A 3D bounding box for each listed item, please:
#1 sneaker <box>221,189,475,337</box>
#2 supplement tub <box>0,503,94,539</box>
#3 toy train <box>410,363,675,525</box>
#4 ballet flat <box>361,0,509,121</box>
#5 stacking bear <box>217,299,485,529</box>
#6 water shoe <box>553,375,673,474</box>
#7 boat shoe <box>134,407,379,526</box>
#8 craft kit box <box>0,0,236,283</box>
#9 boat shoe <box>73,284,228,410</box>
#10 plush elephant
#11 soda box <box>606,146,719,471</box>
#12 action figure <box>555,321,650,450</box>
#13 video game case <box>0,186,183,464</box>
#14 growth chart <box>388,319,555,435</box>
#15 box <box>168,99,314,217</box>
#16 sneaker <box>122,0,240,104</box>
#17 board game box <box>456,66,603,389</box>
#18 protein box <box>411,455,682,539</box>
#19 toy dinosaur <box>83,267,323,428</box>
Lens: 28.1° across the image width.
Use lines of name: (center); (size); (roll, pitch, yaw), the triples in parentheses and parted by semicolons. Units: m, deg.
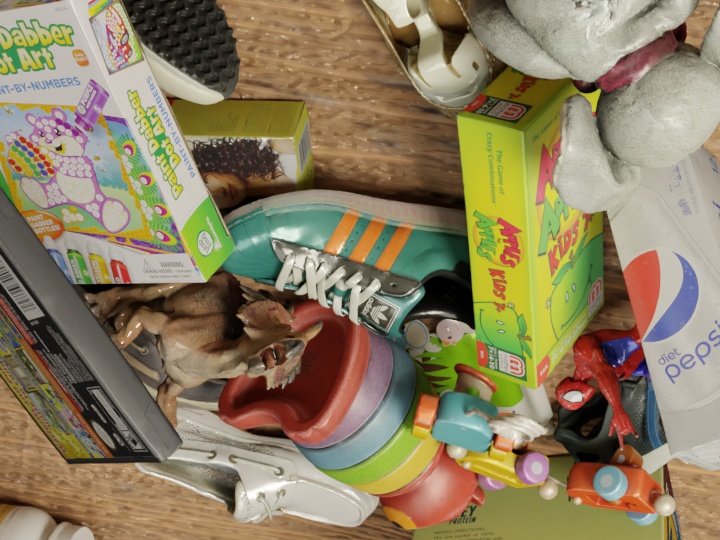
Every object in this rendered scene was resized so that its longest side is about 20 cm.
sneaker: (0.000, 0.000, 0.954); (0.198, 0.080, 0.072); (2, 146, -18)
supplement tub: (-0.339, 0.269, 1.232); (0.198, 0.145, 0.145); (5, 129, 7)
toy train: (0.125, 0.116, 0.994); (0.149, 0.056, 0.200); (-1, 153, 41)
ballet flat: (0.035, -0.153, 0.879); (0.070, 0.065, 0.200); (-23, 120, 26)
stacking bear: (0.014, 0.119, 1.049); (0.121, 0.114, 0.200); (5, 148, 48)
water shoe: (0.215, 0.084, 1.025); (0.079, 0.072, 0.200); (34, 125, -11)
boat shoe: (-0.085, 0.171, 1.144); (0.199, 0.070, 0.071); (18, 135, 3)
craft kit box: (-0.199, -0.081, 0.912); (0.199, 0.049, 0.199); (-2, 122, 35)
boat shoe: (-0.158, 0.040, 1.063); (0.199, 0.075, 0.074); (21, 129, -7)
plush elephant: (0.151, -0.128, 0.793); (0.164, 0.200, 0.155); (-23, 116, 17)
soda box: (0.207, 0.017, 0.891); (0.063, 0.201, 0.068); (-23, 154, 27)
action figure: (0.217, 0.050, 0.956); (0.200, 0.099, 0.065); (-39, 144, 24)
video game case: (-0.216, 0.045, 0.962); (0.201, 0.025, 0.180); (56, 151, -12)
growth chart: (0.049, 0.098, 1.104); (0.199, 0.018, 0.145); (-19, 121, 23)
box: (-0.134, -0.076, 0.983); (0.198, 0.050, 0.076); (2, 128, 11)
sneaker: (-0.172, -0.164, 0.922); (0.199, 0.071, 0.093); (31, 145, -16)
board game box: (0.114, -0.034, 0.927); (0.047, 0.102, 0.201); (18, 134, 30)
protein box: (0.144, 0.260, 1.093); (0.197, 0.201, 0.136); (-7, 126, 16)
toy dinosaur: (-0.104, 0.030, 0.976); (0.135, 0.201, 0.086); (-28, 139, -2)
